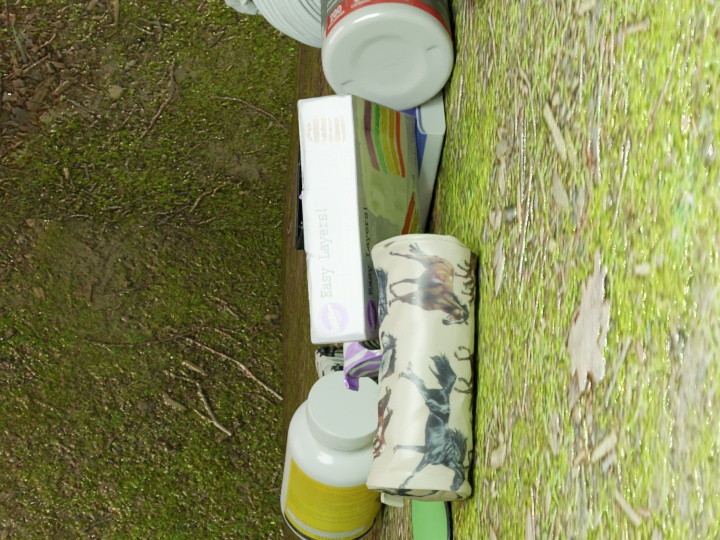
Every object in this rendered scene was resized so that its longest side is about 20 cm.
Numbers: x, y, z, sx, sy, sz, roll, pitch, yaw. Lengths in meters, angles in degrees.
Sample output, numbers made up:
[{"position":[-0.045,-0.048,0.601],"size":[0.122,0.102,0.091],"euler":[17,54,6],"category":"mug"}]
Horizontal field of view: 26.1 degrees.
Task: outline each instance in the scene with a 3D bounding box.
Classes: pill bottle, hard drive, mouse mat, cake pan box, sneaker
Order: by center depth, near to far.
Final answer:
[{"position":[0.004,-0.035,1.263],"size":[0.184,0.052,0.202],"euler":[5,-98,-70],"category":"cake pan box"},{"position":[0.058,0.201,1.331],"size":[0.162,0.007,0.201],"euler":[98,171,-45],"category":"mouse mat"},{"position":[0.020,-0.246,1.370],"size":[0.114,0.113,0.201],"euler":[99,171,-47],"category":"pill bottle"},{"position":[0.049,-0.101,1.451],"size":[0.201,0.025,0.133],"euler":[99,171,-48],"category":"hard drive"},{"position":[-0.023,0.195,1.618],"size":[0.201,0.111,0.113],"euler":[100,171,-51],"category":"pill bottle"},{"position":[-0.021,0.143,1.838],"size":[0.200,0.066,0.091],"euler":[-130,45,-78],"category":"sneaker"}]

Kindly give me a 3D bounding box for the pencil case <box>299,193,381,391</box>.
[{"position":[0.000,0.000,1.416],"size":[0.084,0.085,0.201],"euler":[26,-135,-59],"category":"pencil case"}]

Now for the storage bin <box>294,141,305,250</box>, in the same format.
[{"position":[-0.027,-0.105,1.880],"size":[0.200,0.093,0.136],"euler":[121,151,-77],"category":"storage bin"}]

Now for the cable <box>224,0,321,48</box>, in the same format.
[{"position":[-0.025,-0.315,1.495],"size":[0.069,0.199,0.202],"euler":[10,81,49],"category":"cable"}]

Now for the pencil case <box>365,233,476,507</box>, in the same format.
[{"position":[0.044,0.076,1.155],"size":[0.089,0.077,0.202],"euler":[166,107,-66],"category":"pencil case"}]
